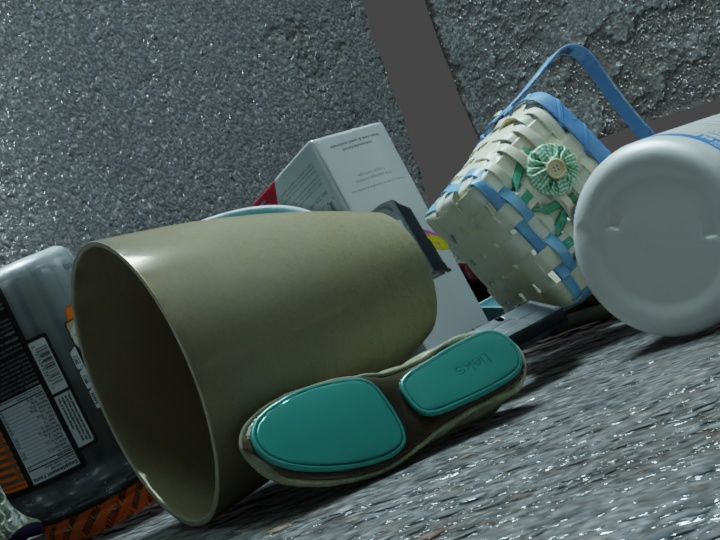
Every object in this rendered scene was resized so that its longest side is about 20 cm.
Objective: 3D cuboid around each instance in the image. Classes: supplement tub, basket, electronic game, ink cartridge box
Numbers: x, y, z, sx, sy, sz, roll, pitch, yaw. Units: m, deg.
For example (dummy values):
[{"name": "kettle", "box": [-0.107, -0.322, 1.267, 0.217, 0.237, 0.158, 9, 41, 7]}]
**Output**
[{"name": "supplement tub", "box": [-0.228, 0.094, 1.112, 0.122, 0.201, 0.123, -26, 4, 2]}, {"name": "basket", "box": [0.167, -0.061, 1.183, 0.200, 0.176, 0.139, -45, 3, -32]}, {"name": "electronic game", "box": [0.059, 0.076, 1.089, 0.199, 0.042, 0.200, -28, -4, -2]}, {"name": "supplement tub", "box": [0.241, -0.038, 1.040, 0.132, 0.133, 0.200, -20, 1, 34]}, {"name": "ink cartridge box", "box": [0.000, 0.000, 1.268, 0.085, 0.201, 0.148, -21, -12, -38]}]

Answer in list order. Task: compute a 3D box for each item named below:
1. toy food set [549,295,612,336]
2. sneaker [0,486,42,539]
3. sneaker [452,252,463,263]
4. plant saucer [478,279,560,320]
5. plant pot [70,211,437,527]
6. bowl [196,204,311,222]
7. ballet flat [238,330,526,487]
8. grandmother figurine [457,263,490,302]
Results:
[{"name": "toy food set", "box": [0.218, 0.007, 1.361, 0.143, 0.061, 0.200, -20, 0, 26]}, {"name": "sneaker", "box": [-0.302, 0.195, 1.215, 0.099, 0.070, 0.200, -23, -2, 33]}, {"name": "sneaker", "box": [0.072, 0.016, 1.498, 0.082, 0.074, 0.200, -3, -29, 33]}, {"name": "plant saucer", "box": [0.191, -0.004, 1.281, 0.199, 0.019, 0.070, -28, 9, -21]}, {"name": "plant pot", "box": [-0.055, 0.037, 0.976, 0.199, 0.188, 0.187, -23, 2, -28]}, {"name": "bowl", "box": [-0.100, 0.045, 1.209, 0.200, 0.105, 0.201, -14, 30, 8]}, {"name": "ballet flat", "box": [0.016, 0.093, 0.905, 0.199, 0.068, 0.062, -16, -29, -27]}, {"name": "grandmother figurine", "box": [0.071, 0.019, 1.354, 0.199, 0.061, 0.121, -21, -10, 29]}]
